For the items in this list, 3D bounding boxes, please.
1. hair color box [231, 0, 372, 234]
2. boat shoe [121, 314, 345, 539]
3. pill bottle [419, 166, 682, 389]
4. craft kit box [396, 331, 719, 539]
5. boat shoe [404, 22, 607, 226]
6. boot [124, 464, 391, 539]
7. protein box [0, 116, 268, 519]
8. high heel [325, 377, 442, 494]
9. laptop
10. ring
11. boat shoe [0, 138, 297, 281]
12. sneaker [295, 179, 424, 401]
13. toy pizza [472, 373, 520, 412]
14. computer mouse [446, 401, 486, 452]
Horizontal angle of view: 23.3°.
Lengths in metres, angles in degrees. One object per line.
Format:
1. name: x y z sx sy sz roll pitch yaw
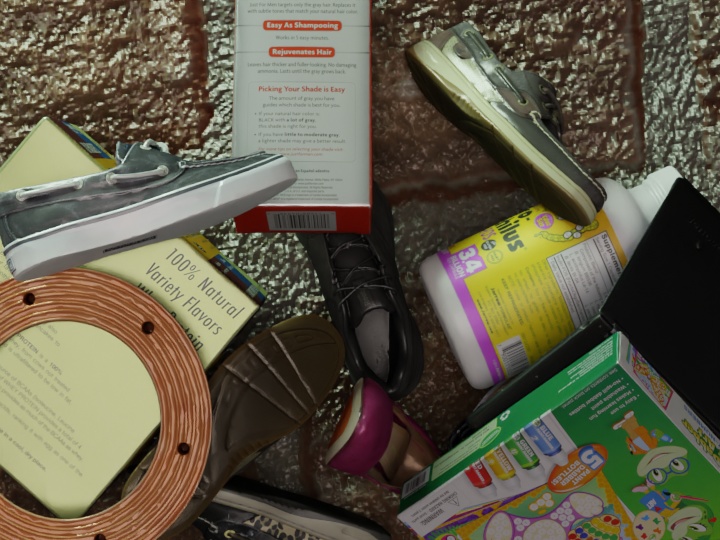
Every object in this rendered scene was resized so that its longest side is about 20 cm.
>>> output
1. hair color box: -0.041 -0.130 1.240 0.100 0.061 0.203 1 73 0
2. boat shoe: -0.095 0.105 1.226 0.200 0.065 0.073 -41 99 -19
3. pill bottle: 0.149 0.000 1.260 0.198 0.104 0.105 -25 93 0
4. craft kit box: 0.161 0.171 1.187 0.199 0.049 0.197 -38 109 25
5. boat shoe: 0.111 -0.112 1.237 0.066 0.072 0.201 -40 56 -6
6. boot: -0.091 0.234 1.280 0.201 0.073 0.156 16 91 -5
7. protein box: -0.204 0.032 1.239 0.198 0.135 0.200 41 92 -2
8. high heel: 0.030 0.124 1.218 0.095 0.200 0.068 24 87 3
9. laptop: 0.211 0.081 1.220 0.187 0.116 0.200 43 116 -13
10. ring: -0.196 0.099 1.162 0.198 0.019 0.203 0 90 2
11. boat shoe: -0.141 -0.054 1.140 0.198 0.072 0.069 -18 84 -10
12. sneaker: 0.000 0.000 1.265 0.075 0.091 0.202 -22 92 1
13. toy pizza: 0.167 0.161 1.304 0.197 0.032 0.203 0 93 -1
14. computer mouse: 0.163 0.171 1.258 0.138 0.053 0.201 -31 99 2
